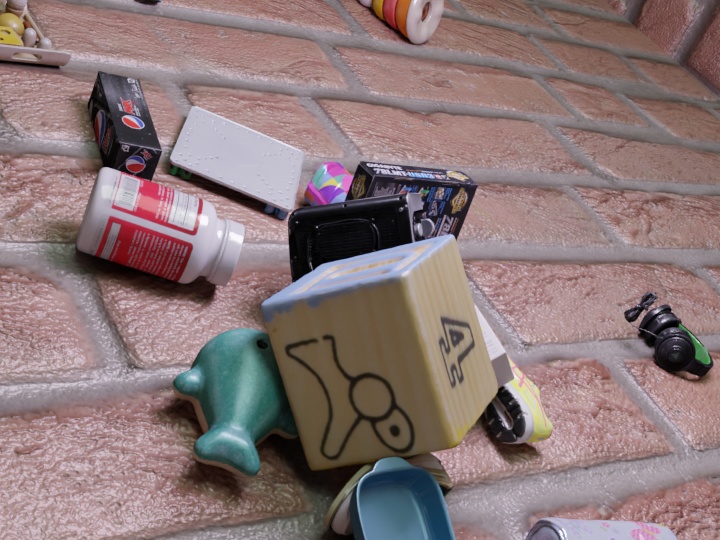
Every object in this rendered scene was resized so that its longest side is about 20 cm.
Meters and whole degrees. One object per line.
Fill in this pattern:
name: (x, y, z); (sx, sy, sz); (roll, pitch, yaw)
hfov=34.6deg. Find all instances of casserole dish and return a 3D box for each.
casserole dish: (0.047, 0.299, 1.218); (0.120, 0.039, 0.202); (-1, 68, -39)

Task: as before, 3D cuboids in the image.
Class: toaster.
toaster: (0.000, 0.000, 1.504); (0.198, 0.183, 0.119); (-7, 3, 19)

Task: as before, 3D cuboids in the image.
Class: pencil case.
pencil case: (0.289, 0.340, 1.368); (0.198, 0.084, 0.091); (8, 33, -31)
pencil case: (-0.008, -0.081, 1.769); (0.088, 0.089, 0.200); (-4, 41, -42)

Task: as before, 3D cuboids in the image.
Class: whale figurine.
whale figurine: (-0.133, 0.142, 1.303); (0.158, 0.104, 0.201); (23, 29, -9)

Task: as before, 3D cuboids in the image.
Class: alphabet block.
alphabet block: (0.027, 0.091, 1.332); (0.196, 0.193, 0.202); (-33, 109, -62)

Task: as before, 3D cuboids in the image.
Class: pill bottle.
pill bottle: (-0.256, -0.050, 1.489); (0.198, 0.113, 0.113); (19, 31, -16)

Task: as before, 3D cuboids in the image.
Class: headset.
headset: (0.514, 0.099, 1.908); (0.199, 0.094, 0.124); (24, 28, -30)

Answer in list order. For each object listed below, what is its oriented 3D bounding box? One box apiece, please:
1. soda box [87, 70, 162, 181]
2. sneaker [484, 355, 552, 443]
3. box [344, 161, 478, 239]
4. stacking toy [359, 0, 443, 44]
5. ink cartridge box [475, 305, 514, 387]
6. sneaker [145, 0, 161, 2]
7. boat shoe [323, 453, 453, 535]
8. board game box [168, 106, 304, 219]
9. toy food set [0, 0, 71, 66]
soda box: (-0.351, -0.213, 1.708); (0.070, 0.064, 0.201); (8, 35, -29)
sneaker: (0.200, 0.163, 1.587); (0.090, 0.078, 0.201); (16, 36, -36)
box: (0.053, -0.051, 1.653); (0.197, 0.202, 0.050); (0, 31, -38)
stacking toy: (0.078, -0.610, 2.627); (0.199, 0.148, 0.146); (24, 26, 26)
ink cartridge box: (0.111, 0.087, 1.566); (0.201, 0.115, 0.067); (59, -2, 42)
sneaker: (-0.413, -0.585, 2.203); (0.074, 0.087, 0.201); (10, 36, -31)
boat shoe: (0.038, 0.254, 1.305); (0.068, 0.075, 0.199); (37, 32, 23)
board game box: (-0.191, -0.170, 1.811); (0.198, 0.026, 0.201); (22, 31, -10)
toy food set: (-0.557, -0.395, 1.820); (0.142, 0.061, 0.200); (-2, 41, -41)
